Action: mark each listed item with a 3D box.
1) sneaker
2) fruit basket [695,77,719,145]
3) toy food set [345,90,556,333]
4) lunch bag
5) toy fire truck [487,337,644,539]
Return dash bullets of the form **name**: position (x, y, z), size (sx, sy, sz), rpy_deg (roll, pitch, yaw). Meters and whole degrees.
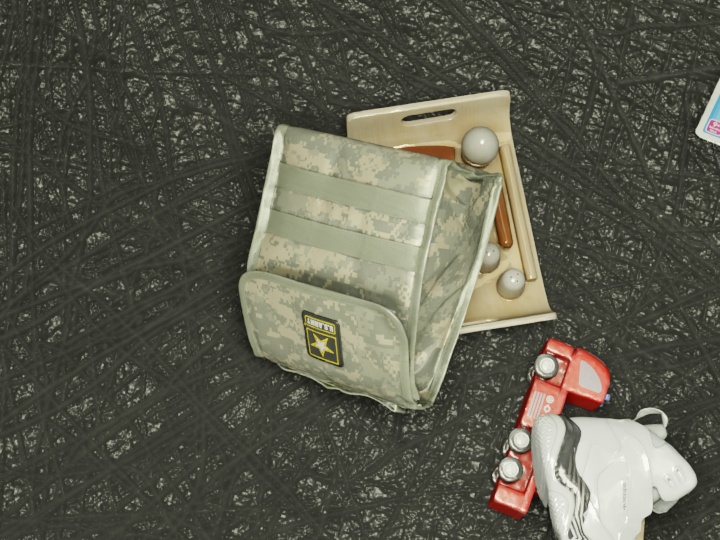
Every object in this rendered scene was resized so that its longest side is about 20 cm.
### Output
- **sneaker**: position (0.203, 0.201, 1.283), size (0.114, 0.075, 0.201), rpy_deg (-9, 73, -5)
- **fruit basket**: position (0.404, -0.156, 1.426), size (0.185, 0.094, 0.201), rpy_deg (28, 73, 4)
- **toy food set**: position (0.075, -0.044, 1.396), size (0.143, 0.060, 0.201), rpy_deg (-9, 76, -5)
- **lunch bag**: position (0.000, 0.000, 1.318), size (0.163, 0.117, 0.201), rpy_deg (16, 95, 31)
- **toy fire truck**: position (0.180, 0.169, 1.355), size (0.140, 0.049, 0.201), rpy_deg (21, 75, 2)
